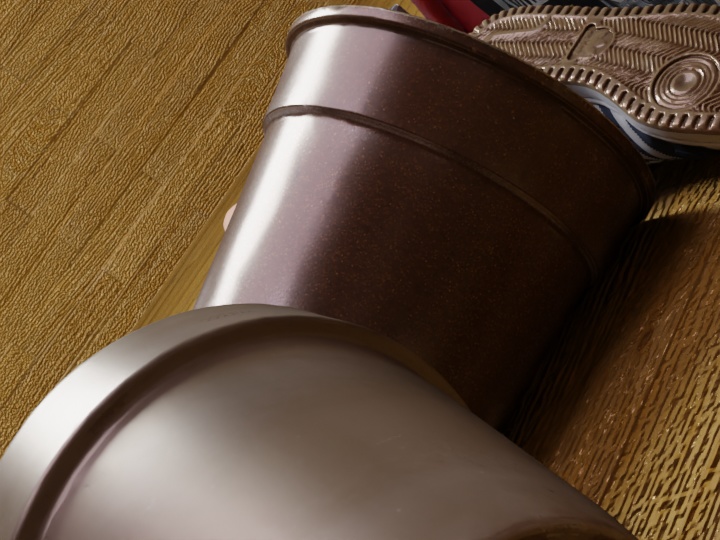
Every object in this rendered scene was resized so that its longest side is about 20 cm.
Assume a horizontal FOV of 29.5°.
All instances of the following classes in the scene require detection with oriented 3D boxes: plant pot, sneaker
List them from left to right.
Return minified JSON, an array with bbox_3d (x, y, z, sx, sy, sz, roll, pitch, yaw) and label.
[{"bbox_3d":[0.001,0.113,0.408,0.173,0.200,0.200,3,55,58],"label":"plant pot"},{"bbox_3d":[0.011,0.012,0.658,0.198,0.200,0.200,-63,13,-14],"label":"plant pot"},{"bbox_3d":[0.146,-0.071,0.673,0.200,0.109,0.070,19,66,47],"label":"sneaker"}]

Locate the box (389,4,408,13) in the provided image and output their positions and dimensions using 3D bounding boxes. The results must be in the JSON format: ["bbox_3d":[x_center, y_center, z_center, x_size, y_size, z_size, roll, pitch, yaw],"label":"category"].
[{"bbox_3d":[0.014,-0.134,1.263,0.106,0.122,0.200,-58,11,-26],"label":"box"}]

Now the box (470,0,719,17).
[{"bbox_3d":[0.138,-0.151,0.683,0.050,0.158,0.200,-56,12,-15],"label":"box"}]

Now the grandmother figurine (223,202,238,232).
[{"bbox_3d":[-0.051,0.003,0.843,0.200,0.060,0.121,-112,37,-68],"label":"grandmother figurine"}]

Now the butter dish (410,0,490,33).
[{"bbox_3d":[0.143,-0.252,1.019,0.148,0.199,0.200,7,59,51],"label":"butter dish"}]
